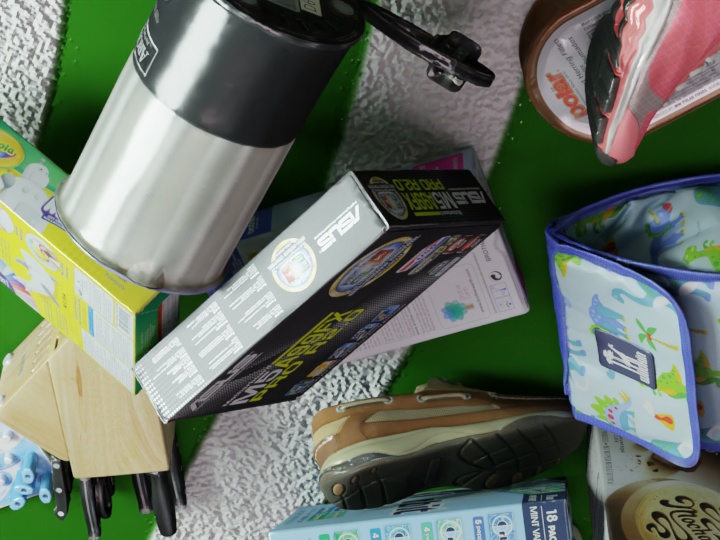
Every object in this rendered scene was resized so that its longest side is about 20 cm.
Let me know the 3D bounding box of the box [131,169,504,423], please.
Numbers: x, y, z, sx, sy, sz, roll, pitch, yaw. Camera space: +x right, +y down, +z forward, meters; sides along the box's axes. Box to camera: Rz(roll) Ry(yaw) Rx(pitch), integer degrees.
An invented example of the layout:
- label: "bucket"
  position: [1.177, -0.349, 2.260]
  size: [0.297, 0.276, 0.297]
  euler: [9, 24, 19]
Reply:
- label: "box"
  position: [-0.024, 0.014, 1.384]
  size: [0.200, 0.160, 0.044]
  euler: [-41, 74, 24]

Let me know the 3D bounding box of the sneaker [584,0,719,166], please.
- label: "sneaker"
  position: [0.190, -0.141, 1.315]
  size: [0.086, 0.074, 0.201]
  euler: [9, 126, -8]

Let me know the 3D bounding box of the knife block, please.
- label: "knife block"
  position: [-0.154, 0.097, 1.543]
  size: [0.175, 0.064, 0.200]
  euler: [33, 120, -23]

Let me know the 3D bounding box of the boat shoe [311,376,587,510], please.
- label: "boat shoe"
  position: [0.059, 0.107, 1.539]
  size: [0.199, 0.074, 0.076]
  euler: [-6, 142, -23]

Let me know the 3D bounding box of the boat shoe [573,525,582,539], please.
- label: "boat shoe"
  position: [0.066, 0.231, 1.643]
  size: [0.200, 0.061, 0.072]
  euler: [-13, 126, 9]

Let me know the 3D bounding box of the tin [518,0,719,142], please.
- label: "tin"
  position: [0.191, -0.151, 1.375]
  size: [0.199, 0.042, 0.112]
  euler: [-28, 118, 20]

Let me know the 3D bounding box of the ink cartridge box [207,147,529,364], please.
- label: "ink cartridge box"
  position: [0.000, 0.000, 1.485]
  size: [0.199, 0.042, 0.120]
  euler: [-17, 123, 9]

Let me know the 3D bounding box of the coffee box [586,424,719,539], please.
- label: "coffee box"
  position: [0.216, 0.172, 1.512]
  size: [0.112, 0.200, 0.080]
  euler: [0, 124, 1]

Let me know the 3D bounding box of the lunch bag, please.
- label: "lunch bag"
  position: [0.226, 0.032, 1.461]
  size: [0.199, 0.128, 0.171]
  euler: [0, 132, 14]

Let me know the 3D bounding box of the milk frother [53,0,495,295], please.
- label: "milk frother"
  position: [-0.048, -0.087, 1.327]
  size: [0.199, 0.181, 0.189]
  euler: [29, 119, -5]

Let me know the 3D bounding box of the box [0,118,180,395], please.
- label: "box"
  position: [-0.199, -0.020, 1.399]
  size: [0.200, 0.048, 0.118]
  euler: [37, 154, 14]

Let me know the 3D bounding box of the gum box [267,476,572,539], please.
- label: "gum box"
  position: [0.047, 0.181, 1.546]
  size: [0.199, 0.170, 0.045]
  euler: [-8, 89, 5]

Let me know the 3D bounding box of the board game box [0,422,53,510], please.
- label: "board game box"
  position: [-0.344, 0.119, 1.584]
  size: [0.199, 0.026, 0.201]
  euler: [-20, 124, 15]
